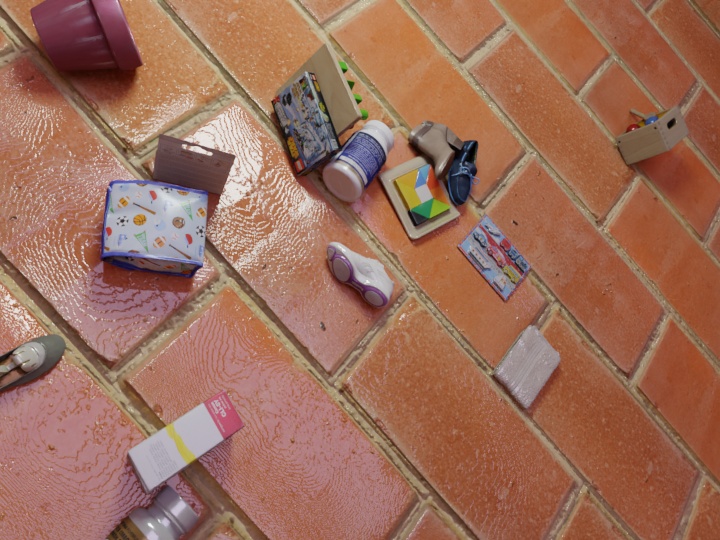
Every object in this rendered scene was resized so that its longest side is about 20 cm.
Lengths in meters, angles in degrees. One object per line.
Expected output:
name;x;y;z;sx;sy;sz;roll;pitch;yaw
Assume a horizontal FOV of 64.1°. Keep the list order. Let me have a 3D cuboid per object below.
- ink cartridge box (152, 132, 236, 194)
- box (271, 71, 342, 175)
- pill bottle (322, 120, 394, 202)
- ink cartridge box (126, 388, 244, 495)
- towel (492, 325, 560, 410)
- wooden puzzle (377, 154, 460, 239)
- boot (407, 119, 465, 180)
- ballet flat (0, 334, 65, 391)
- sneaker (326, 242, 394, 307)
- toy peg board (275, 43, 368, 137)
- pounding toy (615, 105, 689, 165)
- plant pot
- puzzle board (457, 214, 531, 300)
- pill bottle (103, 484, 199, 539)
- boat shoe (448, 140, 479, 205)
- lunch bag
ink cartridge box;-0.356;-0.239;1.231;0.157;0.200;0.051;12;67;-19
box;-0.133;-0.354;1.398;0.039;0.135;0.205;-13;82;-52
pill bottle;0.000;-0.281;1.452;0.115;0.116;0.202;39;62;-6
ink cartridge box;-0.331;0.321;1.079;0.198;0.145;0.084;-31;85;-29
towel;0.442;0.250;1.512;0.133;0.034;0.200;47;61;-2
wooden puzzle;0.162;-0.204;1.543;0.182;0.037;0.203;-27;84;-29
boot;0.194;-0.335;1.569;0.144;0.071;0.201;29;47;11
ballet flat;-0.633;0.178;1.041;0.198;0.064;0.068;-32;87;-30
sneaker;0.000;0.000;1.393;0.199;0.075;0.100;43;42;-5
toy peg board;-0.086;-0.413;1.440;0.097;0.197;0.204;-12;75;-54
pounding toy;0.967;-0.474;1.928;0.198;0.183;0.145;-34;99;-29
plant pot;-0.593;-0.521;1.240;0.175;0.200;0.204;-21;81;-13
puzzle board;0.375;-0.039;1.593;0.201;0.017;0.151;48;61;-2
pill bottle;-0.388;0.490;1.014;0.115;0.114;0.200;47;61;-2
boat shoe;0.289;-0.282;1.597;0.083;0.068;0.205;24;63;-40
lunch bag;-0.429;-0.088;1.193;0.195;0.123;0.175;8;70;-29
